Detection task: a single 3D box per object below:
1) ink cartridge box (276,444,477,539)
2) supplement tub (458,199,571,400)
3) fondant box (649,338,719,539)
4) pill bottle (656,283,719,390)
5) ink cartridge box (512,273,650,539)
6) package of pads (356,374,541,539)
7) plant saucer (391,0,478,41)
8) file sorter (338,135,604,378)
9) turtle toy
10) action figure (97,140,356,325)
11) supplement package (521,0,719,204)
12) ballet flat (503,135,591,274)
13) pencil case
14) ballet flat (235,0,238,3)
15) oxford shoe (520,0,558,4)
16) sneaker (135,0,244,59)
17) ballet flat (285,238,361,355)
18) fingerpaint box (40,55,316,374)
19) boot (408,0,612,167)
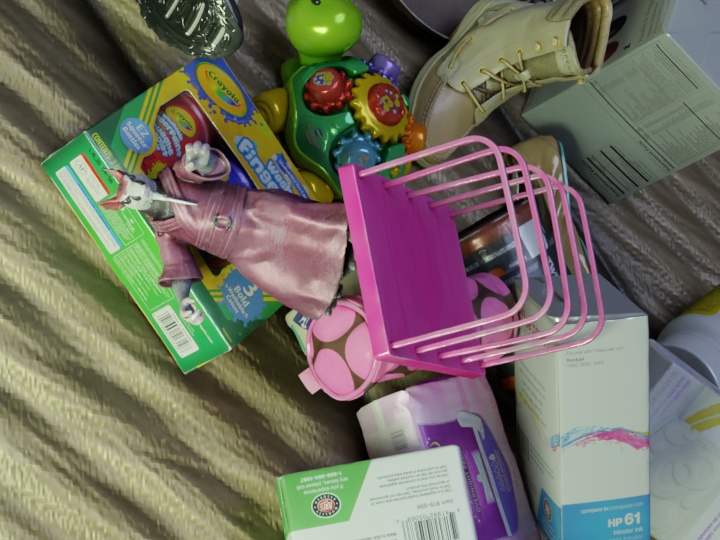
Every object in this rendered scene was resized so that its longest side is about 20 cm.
[{"bbox_3d":[0.022,0.249,1.272,0.145,0.083,0.202,-8,74,-6],"label":"ink cartridge box"},{"bbox_3d":[0.155,0.044,1.512,0.107,0.107,0.201,-31,93,-45],"label":"supplement tub"},{"bbox_3d":[0.303,0.178,1.562,0.199,0.145,0.058,34,9,-27],"label":"fondant box"},{"bbox_3d":[0.367,0.082,1.682,0.199,0.114,0.115,-29,91,-45],"label":"pill bottle"},{"bbox_3d":[0.184,0.115,1.393,0.084,0.145,0.203,-6,105,-8],"label":"ink cartridge box"},{"bbox_3d":[0.079,0.192,1.398,0.120,0.075,0.202,-9,78,-47],"label":"package of pads"},{"bbox_3d":[0.072,-0.312,1.650,0.199,0.032,0.202,18,61,-35],"label":"plant saucer"},{"bbox_3d":[0.090,-0.009,1.225,0.200,0.124,0.141,17,60,-65],"label":"file sorter"},{"bbox_3d":[-0.015,-0.149,1.447,0.145,0.101,0.202,-23,88,-45],"label":"turtle toy"},{"bbox_3d":[-0.094,-0.044,1.226,0.198,0.135,0.149,21,24,-5],"label":"action figure"},{"bbox_3d":[0.301,-0.213,1.694,0.147,0.199,0.192,41,48,-20],"label":"supplement package"},{"bbox_3d":[0.181,-0.033,1.614,0.062,0.069,0.202,-7,72,-15],"label":"ballet flat"},{"bbox_3d":[0.041,0.053,1.360,0.199,0.094,0.091,-7,51,-47],"label":"pencil case"},{"bbox_3d":[-0.122,-0.324,1.457,0.071,0.071,0.202,5,68,-40],"label":"ballet flat"},{"bbox_3d":[0.186,-0.262,1.696,0.058,0.074,0.201,60,33,-35],"label":"oxford shoe"},{"bbox_3d":[-0.157,-0.250,1.350,0.200,0.074,0.079,47,30,20],"label":"sneaker"},{"bbox_3d":[0.000,0.000,1.427,0.070,0.069,0.200,51,47,-11],"label":"ballet flat"},{"bbox_3d":[-0.127,-0.051,1.322,0.167,0.073,0.201,-40,100,-44],"label":"fingerpaint box"},{"bbox_3d":[0.138,-0.180,1.546,0.073,0.154,0.201,53,58,-33],"label":"boot"}]
